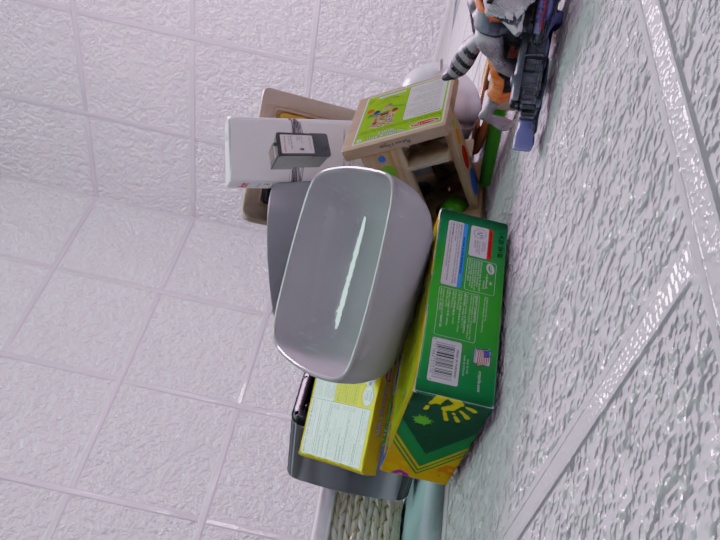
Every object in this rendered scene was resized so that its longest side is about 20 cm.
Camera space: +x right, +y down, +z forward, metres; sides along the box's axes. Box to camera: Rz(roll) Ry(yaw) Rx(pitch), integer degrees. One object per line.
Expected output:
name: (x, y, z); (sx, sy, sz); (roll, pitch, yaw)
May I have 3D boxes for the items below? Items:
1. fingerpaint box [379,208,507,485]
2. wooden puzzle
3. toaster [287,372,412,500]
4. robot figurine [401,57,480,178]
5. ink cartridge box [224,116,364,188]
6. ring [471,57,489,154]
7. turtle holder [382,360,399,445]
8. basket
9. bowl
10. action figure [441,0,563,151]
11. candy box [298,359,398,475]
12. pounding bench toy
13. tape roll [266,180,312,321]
fingerpaint box: (0.081, 0.075, 0.734); (0.167, 0.073, 0.201); (104, 179, -52)
wooden puzzle: (-0.070, -0.155, 1.132); (0.037, 0.183, 0.202); (176, 104, -70)
toaster: (0.001, 0.204, 1.048); (0.201, 0.179, 0.120); (-76, -4, -59)
robot figurine: (0.091, -0.192, 1.038); (0.169, 0.113, 0.201); (-27, -34, -54)
ink cartridge box: (-0.081, -0.154, 1.034); (0.145, 0.198, 0.085); (-168, 78, -78)
ring: (0.177, -0.250, 1.002); (0.200, 0.019, 0.203); (-169, 90, -90)
turtle holder: (0.048, 0.104, 0.902); (0.141, 0.184, 0.133); (-125, 32, -55)
basket: (-0.015, 0.403, 1.071); (0.136, 0.122, 0.201); (102, -179, -46)
bowl: (-0.005, 0.006, 0.750); (0.200, 0.074, 0.202); (15, 90, 61)
action figure: (0.127, -0.201, 0.717); (0.194, 0.104, 0.202); (76, -155, -76)
candy box: (-0.005, 0.104, 0.810); (0.102, 0.026, 0.202); (2, 76, 49)
pounding bench toy: (0.106, -0.130, 0.901); (0.125, 0.198, 0.157); (-75, -34, -49)
tape roll: (-0.067, -0.010, 0.952); (0.200, 0.065, 0.203); (-3, -90, -86)
